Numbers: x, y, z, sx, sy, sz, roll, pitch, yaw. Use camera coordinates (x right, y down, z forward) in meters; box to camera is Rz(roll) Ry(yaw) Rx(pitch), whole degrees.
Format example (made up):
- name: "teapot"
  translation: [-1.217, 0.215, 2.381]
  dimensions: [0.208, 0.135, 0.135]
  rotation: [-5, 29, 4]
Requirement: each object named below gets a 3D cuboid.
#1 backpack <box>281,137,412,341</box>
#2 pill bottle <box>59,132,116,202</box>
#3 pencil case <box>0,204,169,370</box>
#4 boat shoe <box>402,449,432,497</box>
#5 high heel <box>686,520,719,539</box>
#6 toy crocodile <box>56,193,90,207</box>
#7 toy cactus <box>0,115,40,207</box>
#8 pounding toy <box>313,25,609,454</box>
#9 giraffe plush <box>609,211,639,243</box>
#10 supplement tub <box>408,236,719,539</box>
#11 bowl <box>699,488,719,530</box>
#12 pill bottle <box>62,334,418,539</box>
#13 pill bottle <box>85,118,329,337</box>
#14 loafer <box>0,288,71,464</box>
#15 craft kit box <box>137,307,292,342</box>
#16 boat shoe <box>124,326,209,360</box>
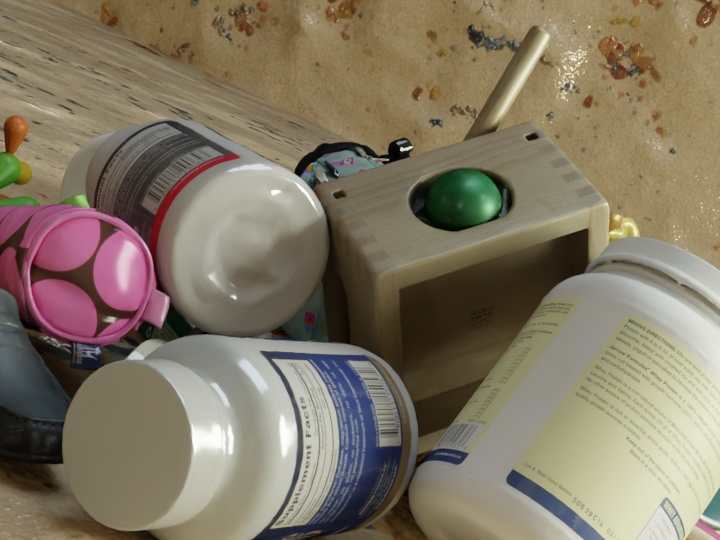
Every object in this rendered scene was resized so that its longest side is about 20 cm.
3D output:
- name: "backpack"
  translation: [0.000, 0.000, 1.200]
  dimensions: [0.126, 0.168, 0.200]
  rotation: [-1, 20, -18]
- name: "pill bottle"
  translation: [-0.170, -0.059, 1.446]
  dimensions: [0.112, 0.112, 0.200]
  rotation: [27, 10, 25]
- name: "pencil case"
  translation: [-0.195, 0.005, 0.996]
  dimensions: [0.093, 0.091, 0.200]
  rotation: [16, -3, -28]
- name: "boat shoe"
  translation: [0.072, 0.148, 1.051]
  dimensions: [0.073, 0.063, 0.200]
  rotation: [-20, 34, -37]
- name: "high heel"
  translation: [0.187, 0.175, 1.118]
  dimensions: [0.199, 0.068, 0.096]
  rotation: [13, 15, 24]
- name: "toy crocodile"
  translation: [-0.172, -0.014, 1.164]
  dimensions: [0.200, 0.062, 0.068]
  rotation: [-5, 61, -48]
- name: "toy cactus"
  translation: [-0.317, -0.060, 1.210]
  dimensions: [0.164, 0.103, 0.200]
  rotation: [7, 25, -26]
- name: "pounding toy"
  translation: [0.068, -0.019, 1.027]
  dimensions: [0.183, 0.201, 0.142]
  rotation: [-17, 41, -15]
- name: "giraffe plush"
  translation: [0.137, -0.013, 1.363]
  dimensions: [0.200, 0.162, 0.172]
  rotation: [43, 22, 25]
- name: "supplement tub"
  translation: [0.137, 0.094, 0.920]
  dimensions: [0.145, 0.200, 0.145]
  rotation: [34, -20, 15]
- name: "bowl"
  translation: [0.221, 0.120, 1.241]
  dimensions: [0.200, 0.105, 0.202]
  rotation: [26, 48, -33]
- name: "pill bottle"
  translation: [-0.062, 0.091, 0.852]
  dimensions: [0.111, 0.111, 0.200]
  rotation: [28, 10, 30]
- name: "pill bottle"
  translation: [-0.109, -0.036, 1.036]
  dimensions: [0.110, 0.111, 0.200]
  rotation: [17, 7, -31]
- name: "loafer"
  translation: [-0.213, 0.043, 0.883]
  dimensions: [0.068, 0.071, 0.200]
  rotation: [9, 16, -44]
- name: "craft kit box"
  translation: [-0.070, 0.061, 1.224]
  dimensions: [0.197, 0.049, 0.200]
  rotation: [21, 9, -29]
- name: "boat shoe"
  translation: [-0.095, 0.074, 0.995]
  dimensions: [0.066, 0.075, 0.199]
  rotation: [34, 6, 9]
